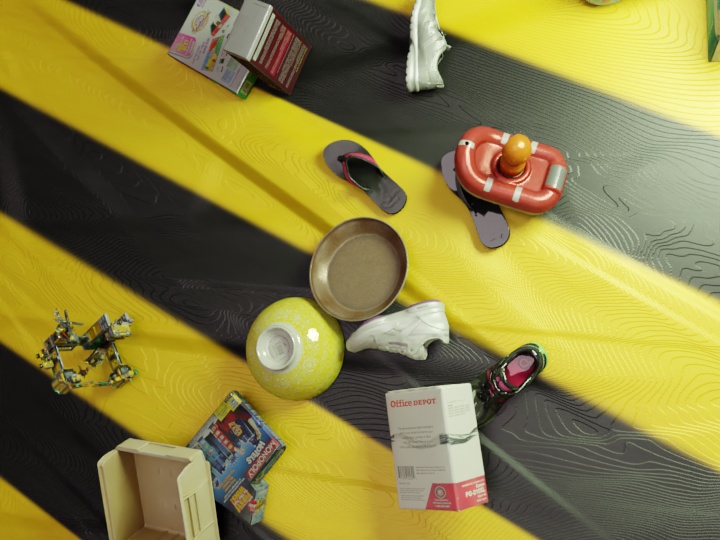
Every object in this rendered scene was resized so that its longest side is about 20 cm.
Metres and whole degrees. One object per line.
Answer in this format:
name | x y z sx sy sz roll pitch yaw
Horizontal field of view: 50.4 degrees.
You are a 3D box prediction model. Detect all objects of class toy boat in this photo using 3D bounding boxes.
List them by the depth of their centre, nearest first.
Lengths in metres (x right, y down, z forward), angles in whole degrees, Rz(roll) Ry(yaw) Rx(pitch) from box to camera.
toy boat | 0.260 -0.188 1.313 0.198 0.131 0.132 18 69 10

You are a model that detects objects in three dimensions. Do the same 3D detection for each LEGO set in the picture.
LEGO set | -0.523 0.157 1.519 0.116 0.199 0.155 -38 59 28

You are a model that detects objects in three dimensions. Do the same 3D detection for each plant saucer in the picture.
plant saucer | 0.000 0.000 1.432 0.198 0.037 0.203 -7 71 20

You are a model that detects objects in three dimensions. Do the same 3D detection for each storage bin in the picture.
storage bin | -0.381 0.436 1.446 0.198 0.094 0.201 1 104 28

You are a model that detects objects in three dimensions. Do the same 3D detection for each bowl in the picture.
bowl | -0.139 0.147 1.437 0.197 0.108 0.203 -2 84 18

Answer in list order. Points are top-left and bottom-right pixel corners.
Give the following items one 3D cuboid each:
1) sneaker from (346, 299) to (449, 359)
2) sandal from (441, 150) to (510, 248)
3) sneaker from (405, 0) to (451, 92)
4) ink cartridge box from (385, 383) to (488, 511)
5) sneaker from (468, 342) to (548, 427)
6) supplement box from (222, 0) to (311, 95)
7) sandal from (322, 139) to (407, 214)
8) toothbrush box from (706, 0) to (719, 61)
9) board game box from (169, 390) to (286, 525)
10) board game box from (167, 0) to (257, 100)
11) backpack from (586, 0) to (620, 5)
sneaker | 0.067 0.124 1.389 0.198 0.075 0.101 -20 78 15
sandal | 0.212 -0.137 1.388 0.076 0.043 0.202 -32 75 12
sneaker | 0.131 -0.435 1.444 0.081 0.075 0.203 5 91 3
ink cartridge box | 0.128 0.301 1.315 0.144 0.084 0.203 -16 78 47
sneaker | 0.237 0.196 1.322 0.200 0.084 0.077 -47 72 8
supplement box | -0.174 -0.425 1.463 0.060 0.200 0.110 25 91 20
sandal | 0.007 -0.186 1.459 0.200 0.045 0.075 41 97 18
toothbrush box | 0.614 -0.465 1.241 0.084 0.146 0.203 0 85 17
board game box | -0.231 0.371 1.466 0.200 0.062 0.200 43 98 17
board game box | -0.285 -0.468 1.588 0.199 0.040 0.154 32 94 19
backpack | 0.451 -0.562 1.305 0.198 0.153 0.178 -17 84 22
